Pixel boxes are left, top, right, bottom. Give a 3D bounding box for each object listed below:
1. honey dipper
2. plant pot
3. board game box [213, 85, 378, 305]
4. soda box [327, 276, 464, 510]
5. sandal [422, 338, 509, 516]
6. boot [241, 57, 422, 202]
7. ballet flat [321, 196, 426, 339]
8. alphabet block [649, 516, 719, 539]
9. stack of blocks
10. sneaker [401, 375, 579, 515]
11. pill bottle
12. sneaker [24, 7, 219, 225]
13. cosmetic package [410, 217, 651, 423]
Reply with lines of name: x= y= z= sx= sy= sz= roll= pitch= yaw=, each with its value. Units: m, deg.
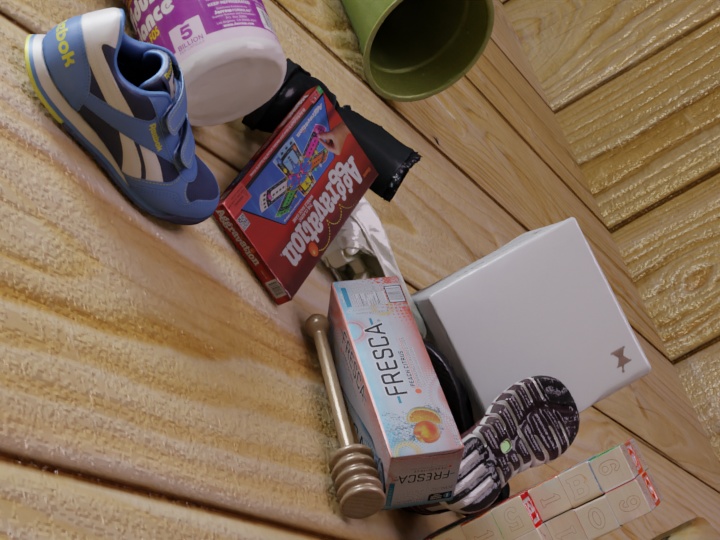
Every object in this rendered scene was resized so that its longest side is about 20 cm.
honey dipper: x=-0.020 y=0.111 z=1.131 sx=0.038 sy=0.038 sz=0.201 roll=45 pitch=19 yaw=-43
plant pot: x=0.052 y=-0.368 z=1.904 sx=0.200 sy=0.200 sz=0.191 roll=38 pitch=15 yaw=-52
board game box: x=-0.053 y=-0.070 z=1.218 sx=0.103 sy=0.019 sz=0.201 roll=55 pitch=39 yaw=-20
soda box: x=0.024 y=0.097 z=1.150 sx=0.201 sy=0.063 sz=0.069 roll=-110 pitch=-160 yaw=-45
sandal: x=0.078 y=0.143 z=1.297 sx=0.202 sy=0.075 sz=0.048 roll=64 pitch=26 yaw=-23
boot: x=-0.024 y=-0.130 z=1.356 sx=0.162 sy=0.074 sz=0.198 roll=38 pitch=12 yaw=-1
ballet flat: x=0.000 y=0.000 z=1.324 sx=0.202 sy=0.069 sz=0.069 roll=62 pitch=16 yaw=-4
alphabet block: x=0.281 y=0.372 z=1.321 sx=0.198 sy=0.194 sz=0.200 roll=62 pitch=15 yaw=11
stack of blocks: x=0.145 y=0.212 z=1.156 sx=0.059 sy=0.199 sz=0.115 roll=64 pitch=16 yaw=9
sneaker: x=0.101 y=0.158 z=1.233 sx=0.199 sy=0.115 sz=0.076 roll=-24 pitch=89 yaw=-45
pill bottle: x=-0.145 y=-0.233 z=1.177 sx=0.112 sy=0.112 sz=0.202 roll=23 pitch=40 yaw=-64
sneaker: x=-0.153 y=-0.108 z=1.002 sx=0.200 sy=0.082 sz=0.074 roll=48 pitch=19 yaw=-43
cosmetic package: x=0.156 y=0.064 z=1.380 sx=0.168 sy=0.166 sz=0.200 roll=63 pitch=-7 yaw=-1
